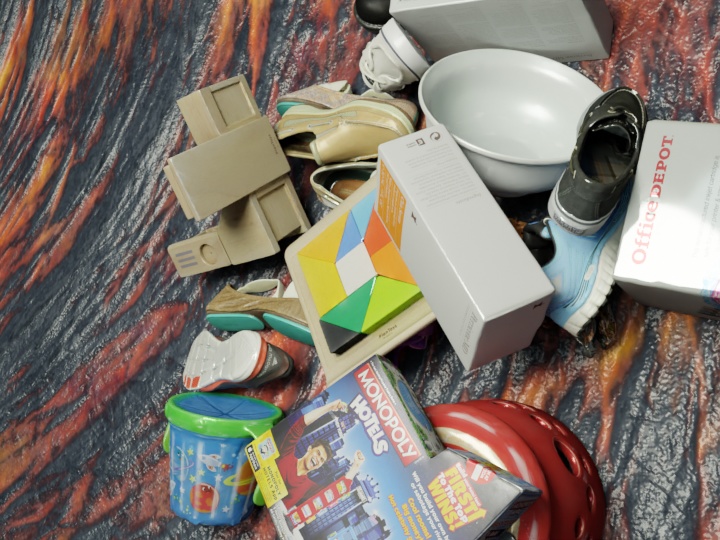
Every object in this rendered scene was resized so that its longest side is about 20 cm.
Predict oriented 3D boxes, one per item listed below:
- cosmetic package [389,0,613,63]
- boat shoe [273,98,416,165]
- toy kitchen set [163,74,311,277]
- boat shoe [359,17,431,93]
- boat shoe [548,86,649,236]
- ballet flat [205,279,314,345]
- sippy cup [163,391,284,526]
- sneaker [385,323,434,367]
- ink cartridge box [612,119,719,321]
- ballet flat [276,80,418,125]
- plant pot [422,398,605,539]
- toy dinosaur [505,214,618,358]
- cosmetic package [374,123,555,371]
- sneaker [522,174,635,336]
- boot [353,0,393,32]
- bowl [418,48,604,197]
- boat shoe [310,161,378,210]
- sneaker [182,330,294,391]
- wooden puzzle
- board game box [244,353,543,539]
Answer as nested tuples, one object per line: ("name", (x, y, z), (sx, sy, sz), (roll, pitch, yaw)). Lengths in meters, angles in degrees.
("cosmetic package", (0.153, -0.272, 0.810), (0.199, 0.151, 0.052), (3, 77, 30))
("boat shoe", (-0.028, -0.150, 0.882), (0.199, 0.072, 0.076), (6, 45, 42))
("toy kitchen set", (-0.202, -0.092, 0.895), (0.180, 0.163, 0.201), (-12, 107, 38))
("boat shoe", (0.030, -0.234, 0.856), (0.066, 0.200, 0.072), (-39, 104, 7))
("boat shoe", (0.222, -0.110, 0.669), (0.068, 0.057, 0.200), (26, 52, 8))
("ballet flat", (-0.104, 0.045, 0.936), (0.199, 0.068, 0.073), (4, 60, 35))
("sippy cup", (-0.167, 0.222, 0.887), (0.139, 0.178, 0.131), (9, 92, -10))
("sneaker", (0.054, 0.039, 0.836), (0.088, 0.080, 0.200), (42, 104, 24))
("ink cartridge box", (0.339, -0.030, 0.644), (0.199, 0.144, 0.146), (13, 85, 31))
("ballet flat", (-0.013, -0.201, 0.947), (0.199, 0.068, 0.067), (21, 69, 27))
("plant pot", (0.108, 0.214, 0.695), (0.200, 0.182, 0.201), (-9, 71, 26))
("toy dinosaur", (0.171, 0.012, 0.778), (0.135, 0.102, 0.200), (-34, 45, -4))
("cosmetic package", (0.086, -0.023, 0.689), (0.071, 0.102, 0.200), (-21, 60, -14))
("sneaker", (0.204, -0.039, 0.717), (0.090, 0.079, 0.200), (25, 54, 7))
("boot", (0.057, -0.372, 0.886), (0.210, 0.158, 0.080), (-16, 70, 25))
("bowl", (0.154, -0.141, 0.788), (0.200, 0.091, 0.202), (4, 46, -4))
("boat shoe", (0.030, -0.085, 0.881), (0.199, 0.068, 0.075), (7, 81, 31))
("sneaker", (-0.152, 0.121, 0.933), (0.200, 0.082, 0.077), (-7, 64, 53))
("wooden puzzle", (0.000, 0.000, 0.804), (0.185, 0.037, 0.201), (-38, 54, 27))
("board game box", (0.030, 0.180, 0.605), (0.200, 0.062, 0.200), (-36, 62, 15))
